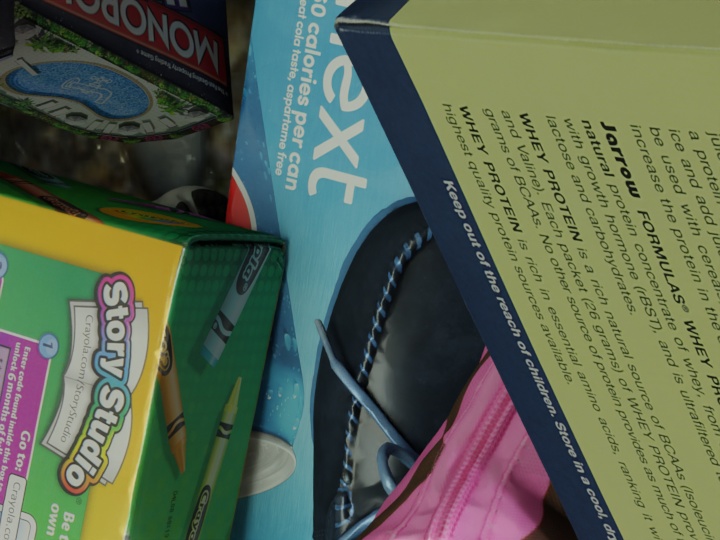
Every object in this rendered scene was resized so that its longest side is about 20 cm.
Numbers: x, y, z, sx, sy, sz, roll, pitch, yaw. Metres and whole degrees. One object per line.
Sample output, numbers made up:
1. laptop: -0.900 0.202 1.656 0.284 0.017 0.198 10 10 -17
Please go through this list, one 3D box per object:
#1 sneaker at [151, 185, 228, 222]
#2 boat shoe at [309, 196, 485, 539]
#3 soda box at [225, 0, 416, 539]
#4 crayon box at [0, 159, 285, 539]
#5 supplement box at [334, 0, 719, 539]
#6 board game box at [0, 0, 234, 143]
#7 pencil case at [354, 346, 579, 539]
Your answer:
1. sneaker: -0.077 0.074 0.878 0.080 0.074 0.201 1 86 33
2. boat shoe: 0.027 0.082 0.767 0.069 0.084 0.201 -137 45 -71
3. soda box: 0.000 0.000 0.823 0.068 0.064 0.201 16 104 29
4. crayon box: -0.103 0.074 0.811 0.118 0.058 0.201 15 97 29
5. supplement box: 0.137 -0.003 0.571 0.199 0.134 0.201 10 134 50
6. board game box: -0.122 -0.110 0.768 0.061 0.200 0.201 -20 62 32
7. pencil case: 0.064 0.024 0.704 0.090 0.094 0.201 20 64 18
